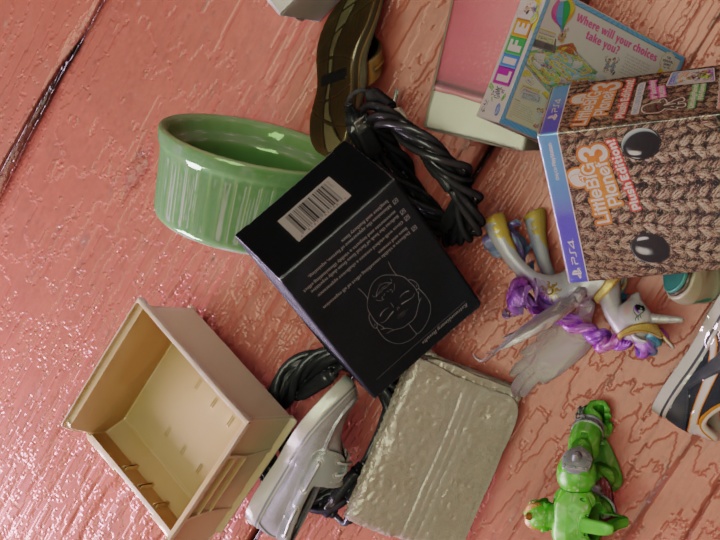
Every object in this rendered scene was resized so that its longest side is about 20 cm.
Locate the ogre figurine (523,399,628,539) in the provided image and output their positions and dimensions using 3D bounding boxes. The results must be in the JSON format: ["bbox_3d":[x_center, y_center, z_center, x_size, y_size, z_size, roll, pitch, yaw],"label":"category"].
[{"bbox_3d":[0.223,0.238,1.602,0.098,0.120,0.200,25,102,17],"label":"ogre figurine"}]

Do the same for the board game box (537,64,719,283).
[{"bbox_3d":[0.277,-0.087,1.446,0.200,0.097,0.160,-6,120,20],"label":"board game box"}]

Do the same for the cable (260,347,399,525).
[{"bbox_3d":[-0.032,0.164,1.727,0.163,0.051,0.200,32,107,20],"label":"cable"}]

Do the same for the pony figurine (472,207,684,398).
[{"bbox_3d":[0.200,0.024,1.591,0.193,0.167,0.200,-28,69,13],"label":"pony figurine"}]

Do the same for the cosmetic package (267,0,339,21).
[{"bbox_3d":[-0.020,-0.355,1.651,0.200,0.108,0.085,-42,80,17],"label":"cosmetic package"}]

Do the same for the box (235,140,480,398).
[{"bbox_3d":[0.000,0.000,1.594,0.148,0.200,0.107,-41,39,-6],"label":"box"}]

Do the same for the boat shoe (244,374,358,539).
[{"bbox_3d":[-0.045,0.201,1.668,0.071,0.070,0.201,35,111,9],"label":"boat shoe"}]

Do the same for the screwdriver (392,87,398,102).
[{"bbox_3d":[0.013,-0.096,1.697,0.028,0.029,0.200,18,106,18],"label":"screwdriver"}]

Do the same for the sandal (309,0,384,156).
[{"bbox_3d":[-0.006,-0.209,1.676,0.080,0.054,0.200,-6,70,47],"label":"sandal"}]

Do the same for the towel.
[{"bbox_3d":[0.076,0.191,1.667,0.132,0.034,0.200,22,96,-9],"label":"towel"}]

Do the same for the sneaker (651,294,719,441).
[{"bbox_3d":[0.366,0.075,1.559,0.079,0.078,0.200,35,116,19],"label":"sneaker"}]

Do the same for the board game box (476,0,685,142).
[{"bbox_3d":[0.214,-0.176,1.528,0.034,0.200,0.135,25,95,52],"label":"board game box"}]

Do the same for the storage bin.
[{"bbox_3d":[-0.202,0.169,1.739,0.200,0.094,0.199,45,112,27],"label":"storage bin"}]

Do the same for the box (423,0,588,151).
[{"bbox_3d":[0.150,-0.226,1.586,0.109,0.128,0.200,15,100,18],"label":"box"}]

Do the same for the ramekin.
[{"bbox_3d":[-0.120,-0.088,1.666,0.200,0.200,0.098,19,108,18],"label":"ramekin"}]

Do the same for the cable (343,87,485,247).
[{"bbox_3d":[0.067,-0.096,1.606,0.051,0.200,0.163,-45,44,-16],"label":"cable"}]

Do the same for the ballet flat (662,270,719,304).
[{"bbox_3d":[0.324,-0.060,1.564,0.069,0.069,0.200,-5,71,21],"label":"ballet flat"}]
